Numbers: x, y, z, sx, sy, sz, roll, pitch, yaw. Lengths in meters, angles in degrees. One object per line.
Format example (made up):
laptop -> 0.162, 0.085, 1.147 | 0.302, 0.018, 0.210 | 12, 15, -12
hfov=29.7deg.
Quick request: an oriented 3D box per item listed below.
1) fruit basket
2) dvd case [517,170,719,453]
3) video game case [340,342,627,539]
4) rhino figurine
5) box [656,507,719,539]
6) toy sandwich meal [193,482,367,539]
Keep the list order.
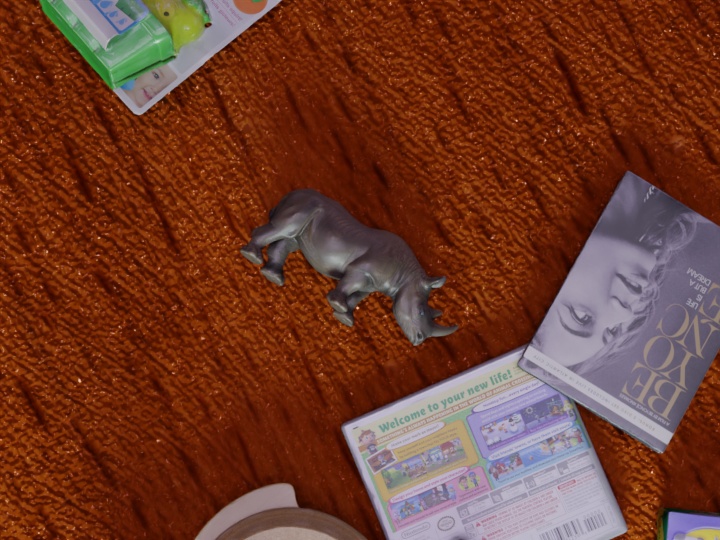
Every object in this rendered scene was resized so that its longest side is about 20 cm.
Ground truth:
fruit basket -> -0.181, -0.266, 1.204 | 0.200, 0.094, 0.186 | -41, 85, -5
dvd case -> 0.248, 0.035, 1.188 | 0.148, 0.016, 0.201 | 31, 82, 0
video game case -> 0.108, 0.181, 1.189 | 0.199, 0.022, 0.183 | -23, 85, 0
rhino figurine -> 0.000, 0.000, 1.189 | 0.199, 0.060, 0.088 | 30, 76, 1
box -> 0.307, 0.310, 1.159 | 0.116, 0.048, 0.202 | 5, 87, 3
toy sandwich meal -> -0.064, 0.289, 1.164 | 0.203, 0.070, 0.207 | 0, 88, 0
